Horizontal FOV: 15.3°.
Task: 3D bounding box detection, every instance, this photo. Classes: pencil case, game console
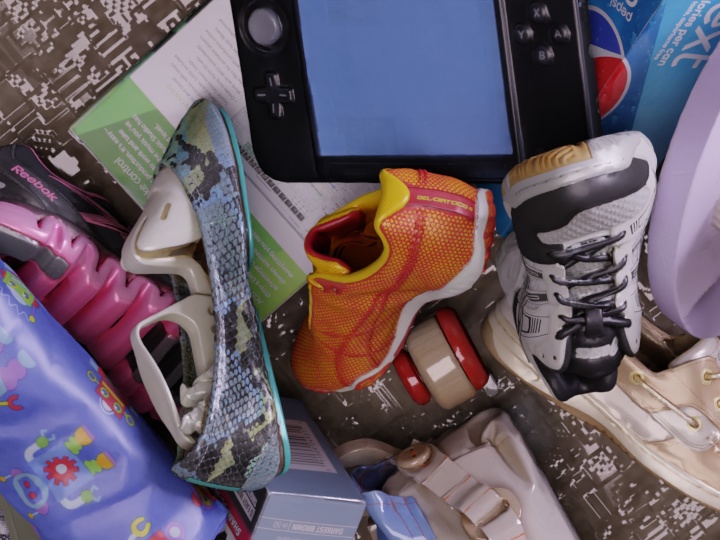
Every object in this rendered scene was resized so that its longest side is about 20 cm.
[{"bbox_3d":[-0.153,0.081,1.315,0.087,0.078,0.200,-36,106,13],"label":"pencil case"},{"bbox_3d":[-0.004,-0.114,1.252,0.199,0.116,0.177,2,108,34],"label":"game console"}]

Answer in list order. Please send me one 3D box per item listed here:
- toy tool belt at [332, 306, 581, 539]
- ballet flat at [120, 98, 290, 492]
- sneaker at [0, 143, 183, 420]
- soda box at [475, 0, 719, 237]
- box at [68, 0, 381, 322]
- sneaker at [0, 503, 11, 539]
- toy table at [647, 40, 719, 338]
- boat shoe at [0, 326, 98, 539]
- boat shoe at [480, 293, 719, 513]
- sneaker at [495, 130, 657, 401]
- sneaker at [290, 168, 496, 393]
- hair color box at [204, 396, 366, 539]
[{"bbox_3d":[0.040,0.133,1.385,0.122,0.125,0.201,-28,100,4],"label":"toy tool belt"},{"bbox_3d":[-0.083,0.010,1.315,0.074,0.074,0.202,-15,73,10],"label":"ballet flat"},{"bbox_3d":[-0.127,0.002,1.390,0.079,0.096,0.200,-37,124,25],"label":"sneaker"},{"bbox_3d":[0.127,-0.102,1.292,0.067,0.064,0.200,2,137,-33],"label":"soda box"},{"bbox_3d":[-0.031,-0.087,1.377,0.200,0.036,0.144,-40,98,13],"label":"box"},{"bbox_3d":[-0.191,0.187,1.426,0.075,0.114,0.202,-10,104,8],"label":"sneaker"},{"bbox_3d":[0.219,-0.025,1.259,0.117,0.183,0.201,38,150,31],"label":"toy table"},{"bbox_3d":[-0.148,0.122,1.406,0.071,0.060,0.203,-19,72,41],"label":"boat shoe"},{"bbox_3d":[0.160,0.060,1.377,0.199,0.074,0.069,32,112,-3],"label":"boat shoe"},{"bbox_3d":[0.109,0.002,1.252,0.075,0.200,0.088,-13,71,-2],"label":"sneaker"},{"bbox_3d":[0.000,0.000,1.339,0.077,0.073,0.200,16,147,-15],"label":"sneaker"},{"bbox_3d":[-0.071,0.175,1.401,0.060,0.099,0.201,8,116,-28],"label":"hair color box"}]
